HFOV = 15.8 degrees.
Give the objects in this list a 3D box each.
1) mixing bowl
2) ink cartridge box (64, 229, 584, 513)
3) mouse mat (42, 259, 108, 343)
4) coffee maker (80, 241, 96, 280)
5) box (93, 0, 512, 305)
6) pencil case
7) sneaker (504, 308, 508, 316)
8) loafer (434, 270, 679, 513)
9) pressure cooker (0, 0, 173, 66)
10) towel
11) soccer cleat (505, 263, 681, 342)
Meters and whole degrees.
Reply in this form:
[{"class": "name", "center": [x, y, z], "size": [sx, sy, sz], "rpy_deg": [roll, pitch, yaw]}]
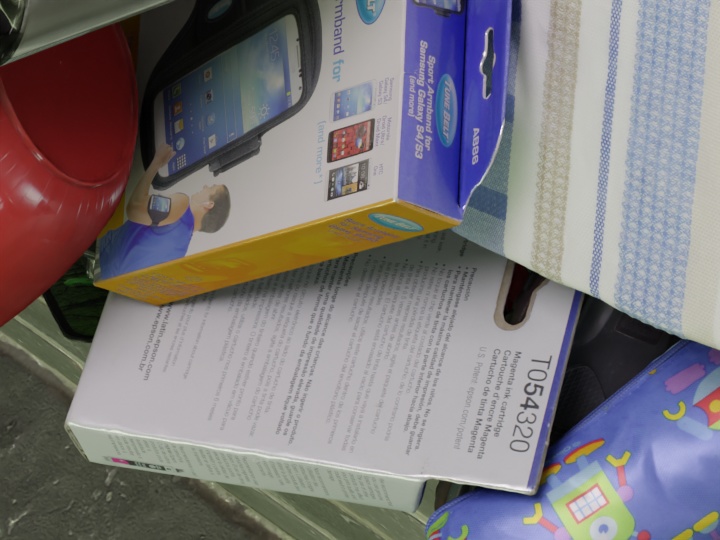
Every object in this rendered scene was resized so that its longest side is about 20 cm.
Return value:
[{"class": "mixing bowl", "center": [-0.155, -0.066, 0.986], "size": [0.108, 0.201, 0.200], "rpy_deg": [-15, 138, 26]}, {"class": "ink cartridge box", "center": [0.000, 0.000, 1.069], "size": [0.199, 0.197, 0.043], "rpy_deg": [9, 152, 16]}, {"class": "mouse mat", "center": [-0.079, 0.000, 1.418], "size": [0.161, 0.199, 0.008], "rpy_deg": [-130, 40, -62]}, {"class": "coffee maker", "center": [-0.114, -0.075, 1.413], "size": [0.200, 0.191, 0.135], "rpy_deg": [-135, 44, -59]}, {"class": "box", "center": [-0.025, -0.063, 0.992], "size": [0.041, 0.120, 0.200], "rpy_deg": [17, 158, -39]}, {"class": "pencil case", "center": [0.113, 0.083, 1.021], "size": [0.087, 0.200, 0.078], "rpy_deg": [53, 180, 9]}, {"class": "sneaker", "center": [0.023, -0.033, 1.140], "size": [0.200, 0.090, 0.070], "rpy_deg": [49, -170, 26]}, {"class": "loafer", "center": [0.091, 0.028, 1.076], "size": [0.072, 0.200, 0.063], "rpy_deg": [29, -174, -32]}, {"class": "pressure cooker", "center": [-0.089, -0.173, 0.877], "size": [0.176, 0.199, 0.179], "rpy_deg": [47, 147, 34]}, {"class": "towel", "center": [0.099, -0.057, 0.925], "size": [0.200, 0.024, 0.148], "rpy_deg": [24, 117, 50]}, {"class": "soccer cleat", "center": [0.095, 0.027, 1.139], "size": [0.200, 0.073, 0.068], "rpy_deg": [24, 144, 34]}]
